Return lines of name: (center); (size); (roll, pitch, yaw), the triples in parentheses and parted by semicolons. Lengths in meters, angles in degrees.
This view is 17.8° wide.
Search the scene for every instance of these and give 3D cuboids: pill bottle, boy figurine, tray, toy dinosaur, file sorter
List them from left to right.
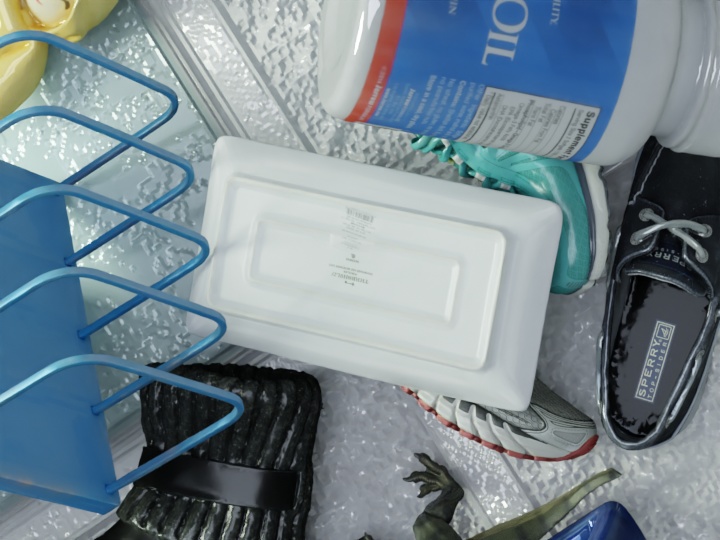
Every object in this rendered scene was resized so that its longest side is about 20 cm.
boy figurine: (-0.219, -0.132, 1.272); (0.199, 0.064, 0.125); (-10, 84, 18)
file sorter: (-0.153, -0.001, 1.172); (0.123, 0.139, 0.201); (-31, 58, 28)
tray: (0.000, 0.000, 1.167); (0.199, 0.022, 0.108); (12, 95, 25)
toy dinosaur: (0.036, 0.148, 1.206); (0.200, 0.048, 0.088); (-35, 41, -13)
pill bottle: (0.087, -0.112, 1.105); (0.199, 0.112, 0.113); (8, 95, -12)

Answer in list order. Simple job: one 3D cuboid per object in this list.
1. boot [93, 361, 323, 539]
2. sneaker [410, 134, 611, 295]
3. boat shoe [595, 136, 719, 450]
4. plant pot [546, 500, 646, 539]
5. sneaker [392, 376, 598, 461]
boot: (-0.122, 0.127, 1.245); (0.210, 0.079, 0.158); (-2, 99, 5)
sneaker: (0.059, -0.072, 1.181); (0.200, 0.079, 0.078); (61, 145, 12)
boat shoe: (0.159, -0.006, 1.171); (0.072, 0.068, 0.201); (17, 96, 14)
plant pot: (0.092, 0.258, 1.140); (0.200, 0.200, 0.180); (-36, 90, 14)
sneaker: (0.046, 0.025, 1.199); (0.200, 0.078, 0.082); (41, 100, 10)
